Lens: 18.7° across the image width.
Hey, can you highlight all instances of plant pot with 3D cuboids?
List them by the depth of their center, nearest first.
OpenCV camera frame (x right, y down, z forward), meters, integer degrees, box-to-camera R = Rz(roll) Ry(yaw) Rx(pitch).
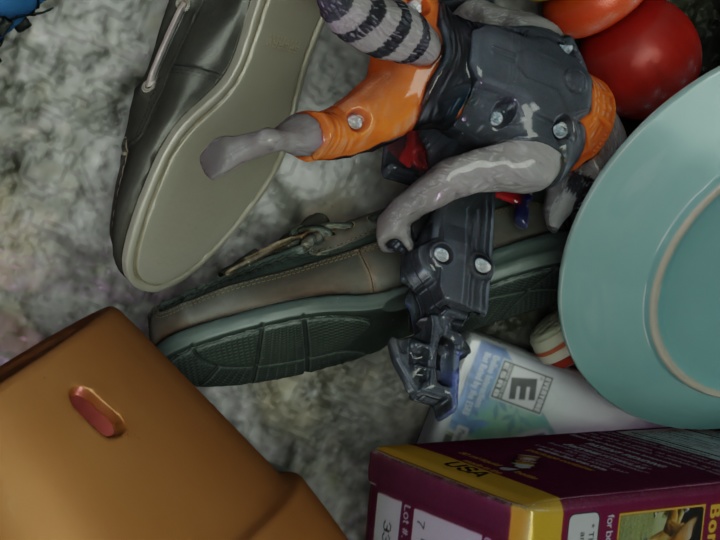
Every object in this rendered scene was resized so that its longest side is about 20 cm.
[{"bbox_3d":[-0.119,0.108,0.871,0.199,0.200,0.141,-31,95,-5],"label":"plant pot"}]

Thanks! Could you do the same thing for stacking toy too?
[{"bbox_3d":[0.083,-0.152,0.935,0.085,0.085,0.200,-38,110,-4],"label":"stacking toy"}]

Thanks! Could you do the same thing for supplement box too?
[{"bbox_3d":[0.103,0.138,0.902,0.199,0.103,0.132,0,99,-38],"label":"supplement box"}]

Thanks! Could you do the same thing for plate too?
[{"bbox_3d":[0.177,-0.006,0.905,0.198,0.026,0.201,-11,130,-13],"label":"plate"}]

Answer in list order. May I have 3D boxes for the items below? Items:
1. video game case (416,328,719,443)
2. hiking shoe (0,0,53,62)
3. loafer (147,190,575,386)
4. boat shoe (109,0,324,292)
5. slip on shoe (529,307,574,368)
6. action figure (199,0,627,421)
[{"bbox_3d":[0.093,0.150,1.003,0.181,0.022,0.201,20,94,-14],"label":"video game case"},{"bbox_3d":[-0.168,-0.106,0.896,0.198,0.074,0.087,-15,109,1],"label":"hiking shoe"},{"bbox_3d":[0.000,0.000,0.950,0.198,0.072,0.063,-12,67,-13],"label":"loafer"},{"bbox_3d":[-0.059,-0.089,0.929,0.067,0.057,0.201,19,99,-49],"label":"boat shoe"},{"bbox_3d":[0.172,0.015,0.973,0.198,0.074,0.062,-14,89,-14],"label":"slip on shoe"},{"bbox_3d":[0.033,-0.051,0.873,0.192,0.104,0.202,14,64,-34],"label":"action figure"}]
